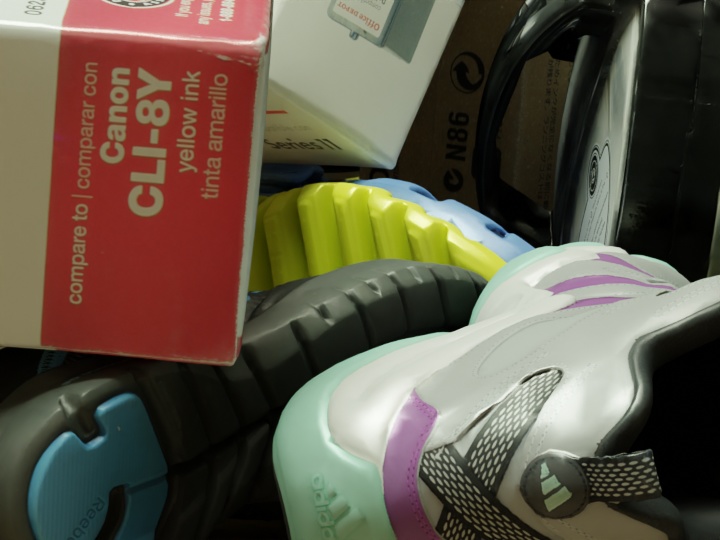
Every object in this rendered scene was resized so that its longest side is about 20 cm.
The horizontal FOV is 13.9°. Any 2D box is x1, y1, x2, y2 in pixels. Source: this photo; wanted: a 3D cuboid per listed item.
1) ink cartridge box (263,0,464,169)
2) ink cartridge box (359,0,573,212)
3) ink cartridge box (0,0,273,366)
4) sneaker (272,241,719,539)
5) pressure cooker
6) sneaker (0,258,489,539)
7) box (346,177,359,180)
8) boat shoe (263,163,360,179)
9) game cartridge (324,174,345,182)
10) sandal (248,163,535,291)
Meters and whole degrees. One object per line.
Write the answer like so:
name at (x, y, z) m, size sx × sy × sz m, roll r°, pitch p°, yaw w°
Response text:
ink cartridge box at (-0.022, -0.099, 0.952) m, size 0.067 × 0.200 × 0.117 m, roll 32°, pitch -15°, yaw -33°
ink cartridge box at (0.078, -0.076, 1.083) m, size 0.075 × 0.200 × 0.165 m, roll 10°, pitch 9°, yaw 37°
ink cartridge box at (-0.124, -0.044, 0.737) m, size 0.200 × 0.083 × 0.145 m, roll 5°, pitch 18°, yaw -2°
sneaker at (0.084, 0.034, 0.726) m, size 0.140 × 0.078 × 0.200 m, roll -9°, pitch 11°, yaw 31°
pressure cooker at (0.137, -0.037, 0.952) m, size 0.200 × 0.176 × 0.179 m, roll 7°, pitch 5°, yaw -2°
sneaker at (-0.037, 0.031, 0.769) m, size 0.082 × 0.073 × 0.200 m, roll 13°, pitch 13°, yaw 40°
box at (-0.060, -0.030, 1.207) m, size 0.200 × 0.050 × 0.075 m, roll 7°, pitch 6°, yaw 16°
boat shoe at (-0.054, -0.093, 1.035) m, size 0.201 × 0.074 × 0.063 m, roll 28°, pitch -47°, yaw -29°
game cartridge at (-0.093, -0.084, 1.059) m, size 0.200 × 0.176 × 0.032 m, roll 22°, pitch -45°, yaw -36°
sandal at (0.000, 0.000, 0.948) m, size 0.087 × 0.080 × 0.200 m, roll -13°, pitch 20°, yaw -41°
